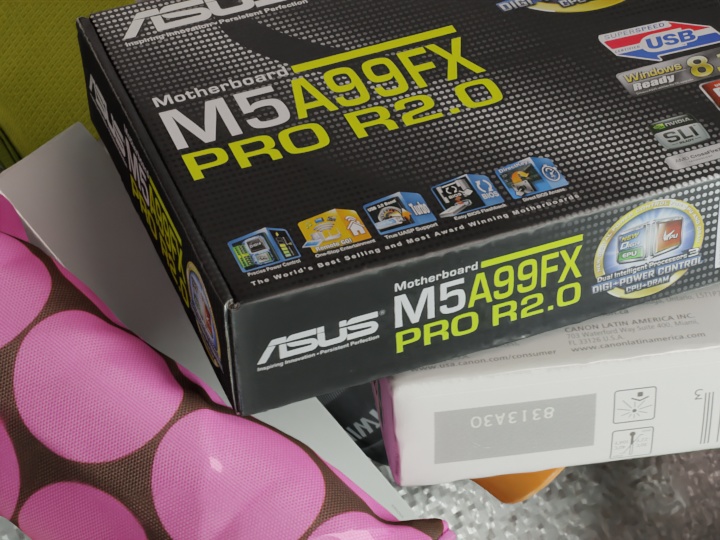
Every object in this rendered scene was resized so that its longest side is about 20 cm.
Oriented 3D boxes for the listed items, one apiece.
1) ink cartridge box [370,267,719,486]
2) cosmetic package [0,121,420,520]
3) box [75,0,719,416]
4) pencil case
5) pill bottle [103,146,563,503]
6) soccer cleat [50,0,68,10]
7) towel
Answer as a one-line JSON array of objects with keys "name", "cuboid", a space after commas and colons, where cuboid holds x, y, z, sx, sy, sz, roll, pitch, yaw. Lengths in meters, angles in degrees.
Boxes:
[{"name": "ink cartridge box", "cuboid": [0.073, -0.020, 0.759, 0.160, 0.050, 0.200, -7, 38, -5]}, {"name": "cosmetic package", "cuboid": [-0.063, 0.054, 0.783, 0.200, 0.083, 0.051, 49, 50, 0]}, {"name": "box", "cuboid": [0.028, -0.045, 0.720, 0.199, 0.044, 0.160, -15, 42, -14]}, {"name": "pencil case", "cuboid": [-0.069, 0.054, 0.697, 0.200, 0.091, 0.094, 38, 22, 11]}, {"name": "pill bottle", "cuboid": [0.000, 0.000, 0.842, 0.200, 0.106, 0.106, 38, 48, -10]}, {"name": "soccer cleat", "cuboid": [-0.082, -0.149, 0.898, 0.081, 0.068, 0.200, 26, 47, -2]}, {"name": "towel", "cuboid": [-0.123, -0.112, 0.783, 0.018, 0.200, 0.086, 19, 61, 31]}]
